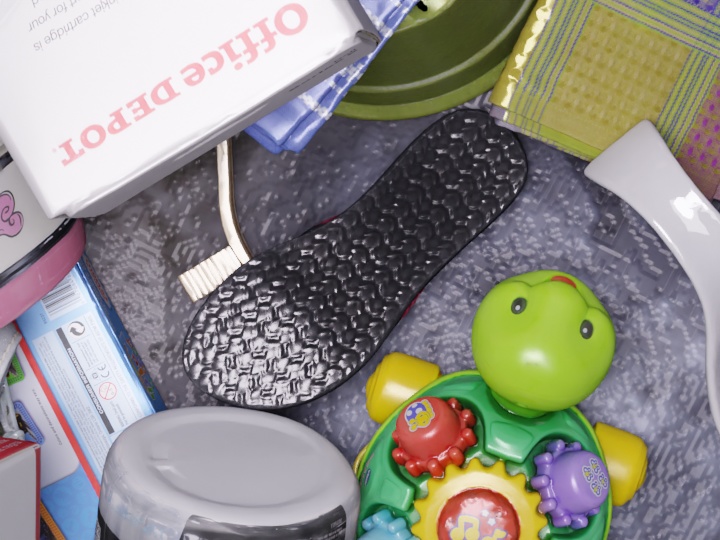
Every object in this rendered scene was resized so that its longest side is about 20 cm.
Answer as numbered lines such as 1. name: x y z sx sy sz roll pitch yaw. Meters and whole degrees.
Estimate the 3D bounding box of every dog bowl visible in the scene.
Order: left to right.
1. dog bowl: -0.217 -0.007 1.227 0.200 0.200 0.074 -24 108 6

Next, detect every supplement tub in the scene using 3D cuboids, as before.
1. supplement tub: -0.072 0.176 1.248 0.122 0.123 0.200 11 114 3

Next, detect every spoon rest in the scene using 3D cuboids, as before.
1. spoon rest: 0.184 0.020 1.243 0.099 0.061 0.200 -41 108 3

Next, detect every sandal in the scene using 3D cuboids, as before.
1. sandal: 0.000 0.000 1.279 0.200 0.045 0.075 -40 87 -13

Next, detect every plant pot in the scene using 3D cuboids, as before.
1. plant pot: 0.004 -0.164 1.194 0.200 0.190 0.200 0 96 4

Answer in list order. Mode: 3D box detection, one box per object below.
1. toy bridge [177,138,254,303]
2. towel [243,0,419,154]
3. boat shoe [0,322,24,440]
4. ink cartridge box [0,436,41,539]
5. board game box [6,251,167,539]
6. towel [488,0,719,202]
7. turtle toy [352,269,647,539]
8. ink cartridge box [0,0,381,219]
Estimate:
1. toy bridge: -0.102 -0.080 1.290 0.067 0.027 0.200 -32 93 5
2. towel: -0.022 -0.165 1.093 0.145 0.024 0.200 40 95 3
3. boat shoe: -0.194 0.114 1.257 0.065 0.074 0.202 17 100 -4
4. ink cartridge box: -0.252 0.143 1.195 0.200 0.084 0.145 6 102 19
5. board game box: -0.198 0.092 1.307 0.200 0.037 0.151 -27 93 5
6. towel: 0.153 -0.134 1.241 0.143 0.023 0.200 20 99 -28
7. turtle toy: 0.065 0.094 1.257 0.146 0.101 0.200 18 96 2
8. ink cartridge box: -0.104 -0.139 1.048 0.145 0.084 0.200 -30 88 7
